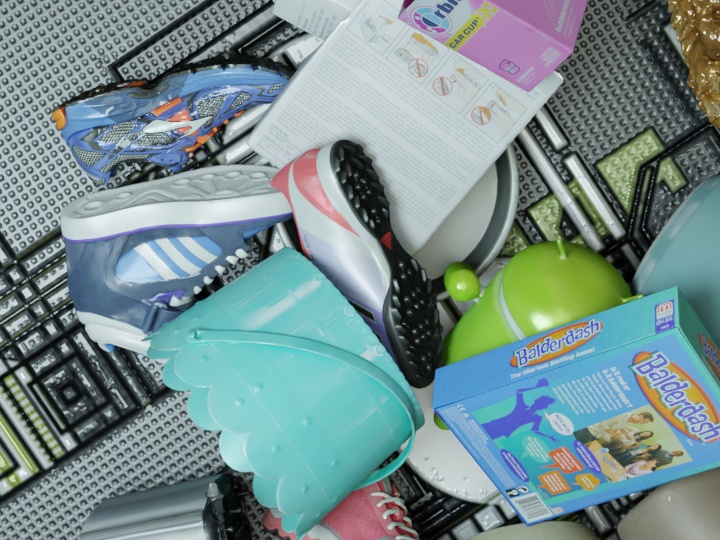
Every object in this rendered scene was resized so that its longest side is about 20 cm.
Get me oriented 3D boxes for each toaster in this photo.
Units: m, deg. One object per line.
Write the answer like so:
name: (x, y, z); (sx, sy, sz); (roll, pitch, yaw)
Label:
toaster: (-0.138, 0.253, 1.633); (0.118, 0.181, 0.200); (-10, 95, 2)

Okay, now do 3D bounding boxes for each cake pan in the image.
cake pan: (0.027, -0.069, 1.680); (0.200, 0.037, 0.201); (0, 94, 0)

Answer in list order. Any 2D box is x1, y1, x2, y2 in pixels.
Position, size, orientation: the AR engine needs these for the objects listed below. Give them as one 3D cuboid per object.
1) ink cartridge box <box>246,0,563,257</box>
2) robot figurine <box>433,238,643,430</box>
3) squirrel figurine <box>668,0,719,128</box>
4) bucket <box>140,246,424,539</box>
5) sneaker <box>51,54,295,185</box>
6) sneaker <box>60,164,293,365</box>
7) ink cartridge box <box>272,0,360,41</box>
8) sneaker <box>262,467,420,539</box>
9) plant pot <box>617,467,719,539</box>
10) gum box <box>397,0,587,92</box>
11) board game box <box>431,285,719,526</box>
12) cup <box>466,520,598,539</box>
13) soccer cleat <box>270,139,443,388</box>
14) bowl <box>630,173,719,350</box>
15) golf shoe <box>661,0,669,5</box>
ink cartridge box: (0.034, -0.126, 1.592); (0.161, 0.050, 0.200); (36, 115, -8)
robot figurine: (0.135, 0.058, 1.624); (0.175, 0.116, 0.200); (33, 131, -4)
squirrel figurine: (0.317, -0.171, 1.617); (0.200, 0.141, 0.187); (-20, 116, -29)
bucket: (-0.055, 0.091, 1.600); (0.135, 0.207, 0.207); (-39, 94, -9)
sneaker: (-0.141, -0.121, 1.666); (0.200, 0.075, 0.079); (-13, 103, 9)
sneaker: (-0.133, 0.003, 1.663); (0.200, 0.081, 0.147); (-9, 114, 4)
ink cartridge box: (0.052, -0.227, 1.626); (0.200, 0.084, 0.146); (27, 75, -2)
sneaker: (0.007, 0.199, 1.643); (0.200, 0.074, 0.087); (21, 81, 41)
plant pot: (0.297, 0.233, 1.642); (0.200, 0.200, 0.175); (-40, 78, 3)
gum box: (0.114, -0.245, 1.527); (0.113, 0.066, 0.200); (28, 57, -15)
board game box: (0.176, 0.104, 1.550); (0.200, 0.045, 0.152); (-20, 128, 24)
cup: (0.140, 0.278, 1.647); (0.200, 0.200, 0.143); (-6, 71, 0)
soccer cleat: (0.000, 0.000, 1.594); (0.073, 0.068, 0.200); (-18, 102, 34)
bowl: (0.284, 0.001, 1.624); (0.105, 0.201, 0.201); (36, 94, 16)
golf shoe: (0.191, -0.286, 1.653); (0.200, 0.075, 0.092); (26, 83, -8)
